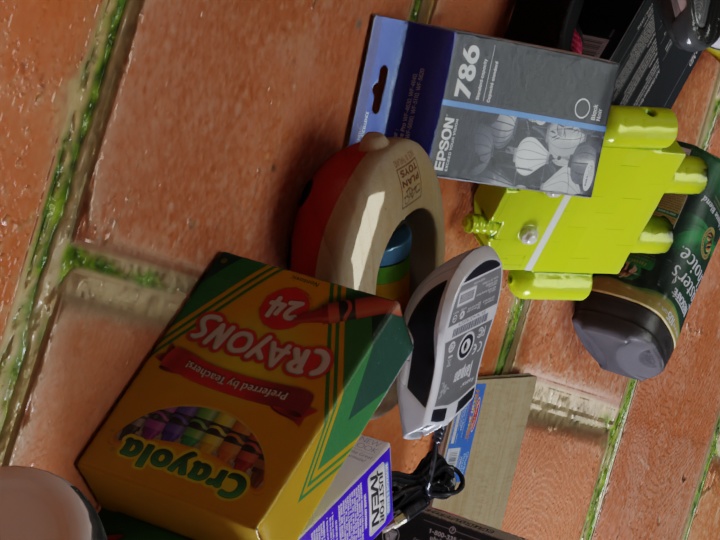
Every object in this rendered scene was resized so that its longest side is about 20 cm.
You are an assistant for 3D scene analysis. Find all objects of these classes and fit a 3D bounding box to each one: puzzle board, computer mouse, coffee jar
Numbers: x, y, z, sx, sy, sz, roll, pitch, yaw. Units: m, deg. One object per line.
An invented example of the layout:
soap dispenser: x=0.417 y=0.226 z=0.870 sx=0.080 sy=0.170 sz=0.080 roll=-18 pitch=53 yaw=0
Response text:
puzzle board: x=0.085 y=0.181 z=1.647 sx=0.151 sy=0.017 sz=0.201 roll=3 pitch=101 yaw=-62
computer mouse: x=0.046 y=0.070 z=1.321 sx=0.110 sy=0.044 sz=0.201 roll=-20 pitch=128 yaw=-53
coffee jar: x=0.259 y=-0.008 z=1.802 sx=0.200 sy=0.085 sz=0.104 roll=-64 pitch=152 yaw=-18

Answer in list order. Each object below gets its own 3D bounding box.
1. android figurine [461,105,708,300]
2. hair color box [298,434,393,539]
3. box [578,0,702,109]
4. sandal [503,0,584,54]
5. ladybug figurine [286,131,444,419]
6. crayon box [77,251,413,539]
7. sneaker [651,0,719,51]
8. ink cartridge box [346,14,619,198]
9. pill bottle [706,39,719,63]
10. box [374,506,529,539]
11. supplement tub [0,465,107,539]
android figurine: x=0.167 y=-0.052 z=1.545 sx=0.199 sy=0.041 sz=0.182 roll=2 pitch=130 yaw=-34
hair color box: x=-0.075 y=0.163 z=1.220 sx=0.200 sy=0.109 sz=0.065 roll=-40 pitch=137 yaw=-49
box: x=0.203 y=-0.176 z=1.608 sx=0.200 sy=0.079 sz=0.141 roll=-58 pitch=147 yaw=-31
sandal: x=0.133 y=-0.152 z=1.485 sx=0.045 sy=0.075 sz=0.201 roll=35 pitch=70 yaw=-45
ladybug figurine: x=0.000 y=0.000 z=1.317 sx=0.136 sy=0.072 sz=0.201 roll=-36 pitch=135 yaw=-51
crayon box: x=-0.071 y=0.089 z=1.168 sx=0.200 sy=0.127 sz=0.051 roll=-58 pitch=149 yaw=-30
sneaker: x=0.201 y=-0.239 z=1.512 sx=0.075 sy=0.115 sz=0.201 roll=25 pitch=54 yaw=-51
ink cartridge box: x=0.086 y=-0.108 z=1.375 sx=0.199 sy=0.039 sz=0.100 roll=4 pitch=101 yaw=-38
pill bottle: x=0.361 y=-0.232 z=1.845 sx=0.200 sy=0.112 sz=0.113 roll=21 pitch=86 yaw=-64
box: x=0.074 y=0.247 z=1.455 sx=0.115 sy=0.199 sz=0.133 roll=36 pitch=73 yaw=-64
supplement tub: x=-0.171 y=0.206 z=1.045 sx=0.123 sy=0.122 sz=0.200 roll=-52 pitch=146 yaw=-37
